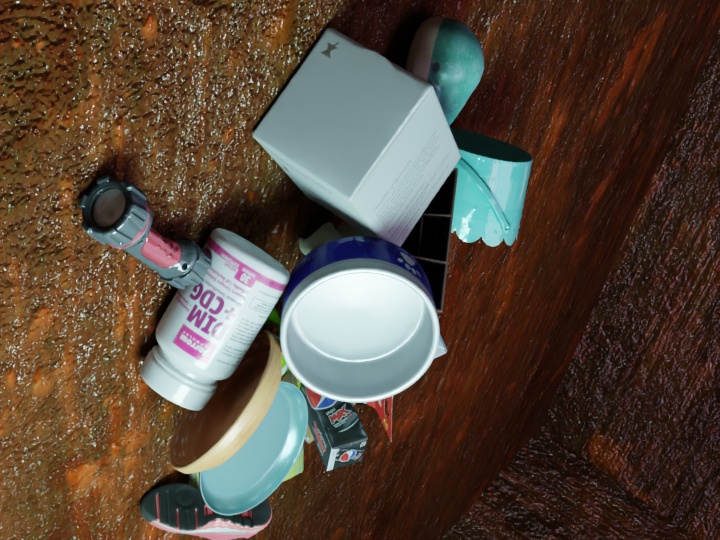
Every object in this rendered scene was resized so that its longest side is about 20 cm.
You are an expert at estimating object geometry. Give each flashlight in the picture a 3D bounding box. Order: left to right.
[{"bbox_3d":[-0.222,-0.034,0.965,0.068,0.067,0.200,-50,155,-3],"label":"flashlight"}]

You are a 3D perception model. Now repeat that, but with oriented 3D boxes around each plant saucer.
[{"bbox_3d":[-0.161,0.166,1.112,0.200,0.037,0.201,-42,-158,21],"label":"plant saucer"},{"bbox_3d":[-0.152,0.242,1.246,0.199,0.027,0.203,-29,131,-38],"label":"plant saucer"}]

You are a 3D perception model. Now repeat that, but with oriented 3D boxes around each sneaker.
[{"bbox_3d":[-0.236,0.378,1.348,0.196,0.075,0.087,11,135,-19],"label":"sneaker"}]

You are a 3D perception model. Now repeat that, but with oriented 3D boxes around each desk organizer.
[{"bbox_3d":[0.079,-0.042,1.220,0.077,0.070,0.204,159,-61,-71],"label":"desk organizer"}]

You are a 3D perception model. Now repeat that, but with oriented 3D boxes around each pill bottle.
[{"bbox_3d":[-0.181,0.061,1.104,0.202,0.113,0.113,-59,156,4],"label":"pill bottle"}]

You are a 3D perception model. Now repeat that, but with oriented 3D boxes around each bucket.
[{"bbox_3d":[0.176,-0.141,1.451,0.206,0.205,0.137,-18,127,-55],"label":"bucket"}]

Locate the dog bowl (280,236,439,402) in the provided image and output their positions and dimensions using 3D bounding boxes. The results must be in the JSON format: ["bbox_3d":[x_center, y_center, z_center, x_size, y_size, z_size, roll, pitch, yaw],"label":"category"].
[{"bbox_3d":[-0.002,0.062,1.120,0.079,0.196,0.203,-96,-159,-57],"label":"dog bowl"}]

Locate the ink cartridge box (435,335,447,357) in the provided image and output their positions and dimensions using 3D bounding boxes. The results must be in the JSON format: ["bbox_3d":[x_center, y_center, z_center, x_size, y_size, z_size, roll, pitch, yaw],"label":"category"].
[{"bbox_3d":[0.057,0.144,1.605,0.134,0.078,0.200,-23,176,-13],"label":"ink cartridge box"}]

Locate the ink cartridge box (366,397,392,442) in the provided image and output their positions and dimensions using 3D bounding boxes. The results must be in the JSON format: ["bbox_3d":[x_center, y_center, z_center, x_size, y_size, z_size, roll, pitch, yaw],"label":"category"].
[{"bbox_3d":[-0.005,0.171,1.488,0.049,0.202,0.162,-17,145,-11],"label":"ink cartridge box"}]

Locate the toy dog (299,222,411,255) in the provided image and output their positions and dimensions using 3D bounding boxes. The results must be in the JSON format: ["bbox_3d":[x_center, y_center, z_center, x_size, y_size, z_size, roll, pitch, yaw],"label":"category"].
[{"bbox_3d":[0.000,0.000,1.300,0.202,0.192,0.140,-56,170,-17],"label":"toy dog"}]

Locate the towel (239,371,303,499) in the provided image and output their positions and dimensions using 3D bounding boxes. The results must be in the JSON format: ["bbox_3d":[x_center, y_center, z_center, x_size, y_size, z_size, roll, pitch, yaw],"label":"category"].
[{"bbox_3d":[-0.146,0.219,1.329,0.142,0.023,0.204,-13,97,-44],"label":"towel"}]

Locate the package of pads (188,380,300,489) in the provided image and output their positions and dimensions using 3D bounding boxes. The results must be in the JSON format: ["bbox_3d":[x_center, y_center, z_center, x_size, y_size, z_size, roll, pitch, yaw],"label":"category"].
[{"bbox_3d":[-0.179,0.248,1.400,0.199,0.068,0.156,-38,150,-38],"label":"package of pads"}]

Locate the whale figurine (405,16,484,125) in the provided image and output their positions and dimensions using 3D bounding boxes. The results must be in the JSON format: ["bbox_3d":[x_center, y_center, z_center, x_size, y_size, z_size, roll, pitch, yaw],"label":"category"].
[{"bbox_3d":[0.115,-0.247,1.256,0.159,0.102,0.204,-57,156,-66],"label":"whale figurine"}]

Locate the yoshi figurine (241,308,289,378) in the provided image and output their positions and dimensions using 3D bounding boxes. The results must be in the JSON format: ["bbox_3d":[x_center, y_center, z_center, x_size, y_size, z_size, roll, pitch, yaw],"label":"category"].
[{"bbox_3d":[-0.127,0.118,1.293,0.199,0.112,0.113,-14,139,-57],"label":"yoshi figurine"}]

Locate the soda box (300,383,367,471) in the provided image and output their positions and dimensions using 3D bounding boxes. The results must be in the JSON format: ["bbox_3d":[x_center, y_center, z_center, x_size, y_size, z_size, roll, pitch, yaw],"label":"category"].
[{"bbox_3d":[-0.056,0.208,1.420,0.062,0.202,0.071,-12,141,-21],"label":"soda box"}]

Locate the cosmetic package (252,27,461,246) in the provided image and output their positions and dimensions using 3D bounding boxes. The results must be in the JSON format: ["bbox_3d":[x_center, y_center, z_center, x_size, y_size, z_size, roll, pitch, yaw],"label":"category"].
[{"bbox_3d":[0.003,-0.157,1.124,0.168,0.166,0.200,-54,156,-5],"label":"cosmetic package"}]

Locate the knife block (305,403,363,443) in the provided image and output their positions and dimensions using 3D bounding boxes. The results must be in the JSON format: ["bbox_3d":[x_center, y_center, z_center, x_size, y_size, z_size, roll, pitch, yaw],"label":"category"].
[{"bbox_3d":[-0.043,0.222,1.611,0.174,0.064,0.202,-31,155,-41],"label":"knife block"}]
